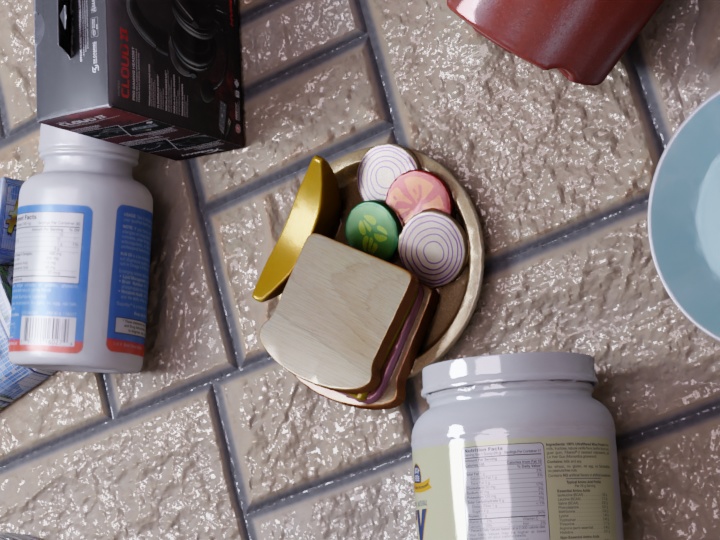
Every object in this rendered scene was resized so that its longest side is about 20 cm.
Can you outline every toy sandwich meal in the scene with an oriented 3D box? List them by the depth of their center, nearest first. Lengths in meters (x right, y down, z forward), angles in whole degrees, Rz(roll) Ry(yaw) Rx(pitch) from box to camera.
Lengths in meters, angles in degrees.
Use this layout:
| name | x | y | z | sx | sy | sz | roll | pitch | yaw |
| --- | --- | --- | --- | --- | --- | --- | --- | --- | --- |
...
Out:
| name | x | y | z | sx | sy | sz | roll | pitch | yaw |
| --- | --- | --- | --- | --- | --- | --- | --- | --- | --- |
| toy sandwich meal | 0.000 | 0.000 | 1.478 | 0.204 | 0.070 | 0.206 | -4 | 81 | 29 |

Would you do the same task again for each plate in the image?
| name | x | y | z | sx | sy | sz | roll | pitch | yaw |
| --- | --- | --- | --- | --- | --- | --- | --- | --- | --- |
| plate | 0.295 | -0.039 | 1.340 | 0.199 | 0.026 | 0.201 | -5 | 80 | 29 |

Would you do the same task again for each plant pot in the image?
| name | x | y | z | sx | sy | sz | roll | pitch | yaw |
| --- | --- | --- | --- | --- | --- | --- | --- | --- | --- |
| plant pot | 0.156 | -0.250 | 1.362 | 0.201 | 0.200 | 0.196 | 42 | 111 | 27 |

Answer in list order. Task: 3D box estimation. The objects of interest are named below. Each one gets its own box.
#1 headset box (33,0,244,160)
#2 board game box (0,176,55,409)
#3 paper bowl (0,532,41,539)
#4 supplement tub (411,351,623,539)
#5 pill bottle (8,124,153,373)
| name | x | y | z | sx | sy | sz | roll | pitch | yaw |
| --- | --- | --- | --- | --- | --- | --- | --- | --- | --- |
| headset box | -0.179 | -0.179 | 1.531 | 0.077 | 0.200 | 0.150 | -9 | 78 | 29 |
| board game box | -0.343 | 0.018 | 1.679 | 0.200 | 0.062 | 0.201 | -34 | 68 | 23 |
| paper bowl | -0.321 | 0.317 | 1.602 | 0.200 | 0.104 | 0.202 | -5 | 80 | 31 |
| supplement tub | 0.110 | 0.164 | 1.349 | 0.144 | 0.145 | 0.201 | -9 | 79 | 29 |
| pill bottle | -0.227 | -0.019 | 1.588 | 0.112 | 0.112 | 0.201 | 0 | 83 | 30 |
